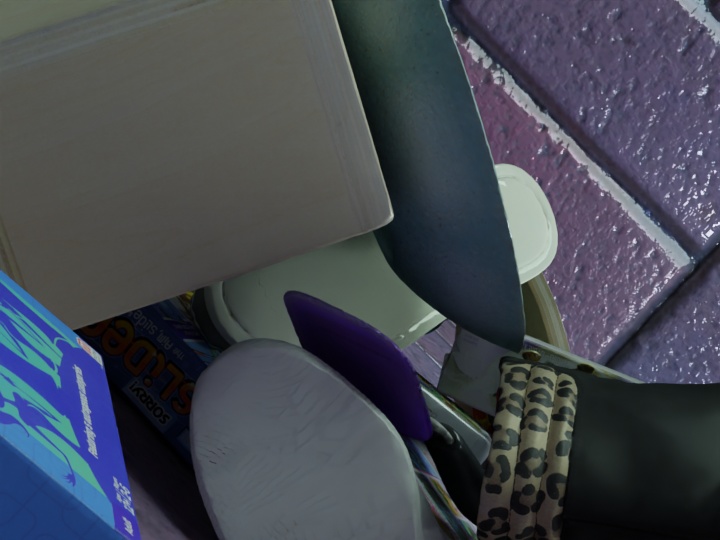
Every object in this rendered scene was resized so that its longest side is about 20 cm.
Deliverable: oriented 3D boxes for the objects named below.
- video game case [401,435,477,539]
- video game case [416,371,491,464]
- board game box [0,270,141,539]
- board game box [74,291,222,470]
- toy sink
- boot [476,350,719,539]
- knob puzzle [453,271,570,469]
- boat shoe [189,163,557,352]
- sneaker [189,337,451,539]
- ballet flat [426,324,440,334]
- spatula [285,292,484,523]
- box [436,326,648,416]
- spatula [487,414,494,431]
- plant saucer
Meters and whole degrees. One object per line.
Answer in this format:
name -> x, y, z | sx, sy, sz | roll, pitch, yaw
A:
video game case -> 0.054, 0.143, 0.980 | 0.200, 0.024, 0.182 | 54, 5, 17
video game case -> -0.013, 0.030, 1.069 | 0.182, 0.022, 0.200 | 39, -1, 2
board game box -> -0.148, 0.000, 0.574 | 0.200, 0.045, 0.152 | 42, 5, -20
board game box -> -0.078, 0.029, 0.968 | 0.135, 0.034, 0.200 | 46, 5, 11
toy sink -> -0.103, -0.044, 0.801 | 0.130, 0.199, 0.113 | -125, -162, -73
boot -> 0.125, 0.061, 0.841 | 0.150, 0.074, 0.200 | 7, 25, 6
knob puzzle -> 0.088, 0.071, 1.126 | 0.220, 0.030, 0.221 | 173, -90, -77
boat shoe -> 0.001, 0.003, 0.949 | 0.201, 0.060, 0.072 | -17, 86, -43
sneaker -> 0.003, 0.109, 0.823 | 0.200, 0.075, 0.088 | 53, -3, -9
ballet flat -> -0.024, -0.033, 1.096 | 0.067, 0.068, 0.200 | 28, -10, 45
spatula -> 0.024, 0.064, 0.860 | 0.056, 0.021, 0.200 | 24, -14, 30
box -> 0.129, 0.072, 0.954 | 0.199, 0.039, 0.041 | 22, 3, 24
spatula -> 0.081, 0.097, 1.011 | 0.021, 0.056, 0.200 | 54, 8, -24
plant saucer -> 0.013, -0.058, 0.849 | 0.201, 0.039, 0.202 | 161, -90, -87
